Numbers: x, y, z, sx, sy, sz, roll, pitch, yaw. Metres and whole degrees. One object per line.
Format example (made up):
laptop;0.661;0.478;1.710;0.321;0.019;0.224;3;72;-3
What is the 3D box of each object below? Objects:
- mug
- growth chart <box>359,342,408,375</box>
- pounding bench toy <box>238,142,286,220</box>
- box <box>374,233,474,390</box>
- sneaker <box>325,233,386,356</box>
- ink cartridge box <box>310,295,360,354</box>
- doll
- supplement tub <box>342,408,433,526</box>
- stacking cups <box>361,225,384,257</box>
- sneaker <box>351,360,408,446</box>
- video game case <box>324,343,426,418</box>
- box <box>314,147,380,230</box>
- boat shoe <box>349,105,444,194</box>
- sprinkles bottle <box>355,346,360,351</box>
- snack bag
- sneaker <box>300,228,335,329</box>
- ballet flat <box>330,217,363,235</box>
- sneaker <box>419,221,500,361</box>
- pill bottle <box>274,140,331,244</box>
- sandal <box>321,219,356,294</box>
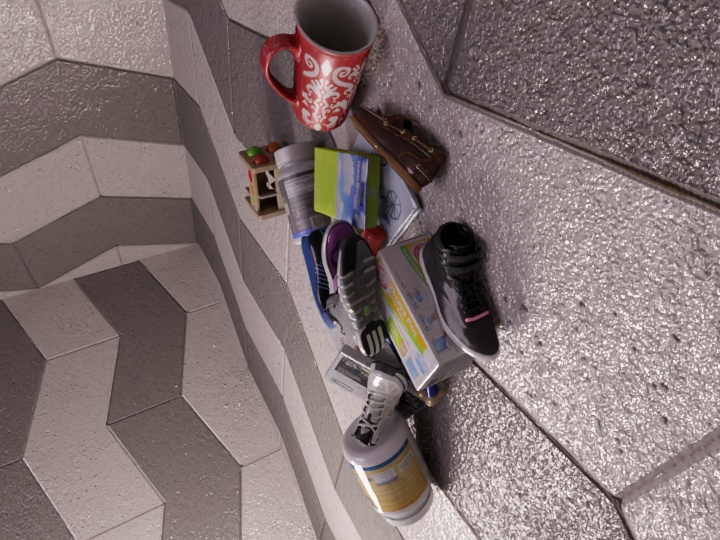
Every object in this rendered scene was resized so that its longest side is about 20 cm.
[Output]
mug;-0.074;-0.345;0.885;0.201;0.172;0.137;117;161;-65
growth chart;0.051;0.116;1.003;0.140;0.018;0.206;9;120;20
pounding bench toy;-0.251;-0.259;1.399;0.200;0.121;0.160;46;146;47
box;0.099;0.062;0.839;0.203;0.099;0.113;62;155;23
sneaker;-0.026;0.036;0.863;0.114;0.074;0.206;16;122;50
ink cartridge box;-0.017;0.086;1.131;0.202;0.049;0.164;56;128;28
doll;0.081;0.140;0.927;0.203;0.048;0.136;58;168;-15
supplement tub;0.060;0.400;1.083;0.144;0.143;0.204;20;139;62
stacking cups;0.000;0.000;1.008;0.061;0.059;0.203;53;137;37
sneaker;0.033;0.252;0.960;0.074;0.117;0.203;19;148;13
video game case;0.031;0.232;1.070;0.196;0.024;0.183;30;150;0
box;-0.023;-0.152;0.957;0.199;0.046;0.126;28;120;55
boat shoe;0.055;-0.199;0.813;0.070;0.070;0.201;27;-160;-54
sprinkles bottle;0.007;0.147;1.158;0.199;0.067;0.070;30;133;58
snack bag;0.032;-0.152;0.949;0.205;0.021;0.189;66;156;15
sneaker;-0.062;0.015;1.097;0.070;0.076;0.206;-34;-72;-77
ballet flat;-0.013;-0.062;1.060;0.204;0.069;0.071;63;155;22
sneaker;0.144;0.022;0.743;0.100;0.069;0.204;103;147;-59
pill bottle;-0.119;-0.170;1.168;0.113;0.111;0.206;-5;101;67
sandal;-0.020;0.009;0.932;0.049;0.081;0.208;24;130;40
